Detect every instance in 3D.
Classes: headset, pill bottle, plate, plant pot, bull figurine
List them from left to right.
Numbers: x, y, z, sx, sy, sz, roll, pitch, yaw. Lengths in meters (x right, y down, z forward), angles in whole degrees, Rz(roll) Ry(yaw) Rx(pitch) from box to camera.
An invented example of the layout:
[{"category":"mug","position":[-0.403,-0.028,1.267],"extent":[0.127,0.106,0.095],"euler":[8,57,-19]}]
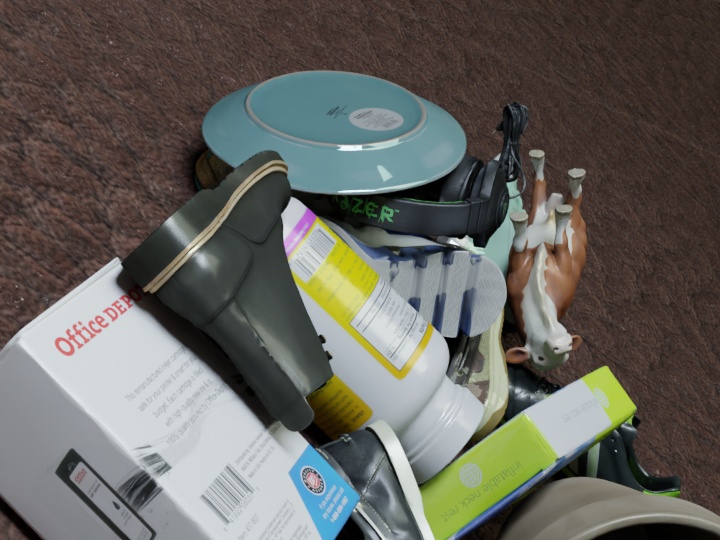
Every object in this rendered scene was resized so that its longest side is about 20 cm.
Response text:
[{"category":"plate","position":[-0.019,-0.111,1.260],"extent":[0.197,0.026,0.201],"euler":[4,28,-2]},{"category":"pill bottle","position":[-0.011,0.052,1.160],"extent":[0.200,0.104,0.104],"euler":[43,25,-8]},{"category":"headset","position":[0.063,-0.075,1.285],"extent":[0.123,0.095,0.199],"euler":[22,21,35]},{"category":"bull figurine","position":[0.152,-0.009,1.394],"extent":[0.064,0.123,0.201],"euler":[3,30,7]},{"category":"plant pot","position":[0.159,0.218,1.106],"extent":[0.199,0.200,0.174],"euler":[38,7,-16]}]

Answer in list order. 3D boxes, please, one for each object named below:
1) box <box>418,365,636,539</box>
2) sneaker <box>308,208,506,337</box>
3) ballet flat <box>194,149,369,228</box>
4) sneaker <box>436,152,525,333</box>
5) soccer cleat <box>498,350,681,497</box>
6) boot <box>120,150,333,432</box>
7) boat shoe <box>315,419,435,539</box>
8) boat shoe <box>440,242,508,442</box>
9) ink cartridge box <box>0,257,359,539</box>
[{"category":"box","position":[0.112,0.135,1.209],"extent":[0.048,0.122,0.199],"euler":[54,25,10]},{"category":"sneaker","position":[0.001,0.000,1.282],"extent":[0.197,0.082,0.115],"euler":[11,7,-16]},{"category":"ballet flat","position":[-0.038,-0.054,1.321],"extent":[0.199,0.071,0.071],"euler":[26,32,-38]},{"category":"sneaker","position":[0.134,-0.023,1.534],"extent":[0.118,0.074,0.201],"euler":[37,35,-5]},{"category":"soccer cleat","position":[0.174,0.125,1.371],"extent":[0.200,0.081,0.068],"euler":[46,25,-2]},{"category":"boot","position":[-0.057,0.013,1.030],"extent":[0.139,0.077,0.200],"euler":[49,26,-3]},{"category":"boat shoe","position":[0.020,0.195,1.067],"extent":[0.067,0.072,0.202],"euler":[-15,66,-19]},{"category":"boat shoe","position":[0.071,0.042,1.343],"extent":[0.065,0.073,0.201],"euler":[36,27,-32]},{"category":"ink cartridge box","position":[-0.111,0.107,0.941],"extent":[0.200,0.084,0.146],"euler":[45,24,0]}]
